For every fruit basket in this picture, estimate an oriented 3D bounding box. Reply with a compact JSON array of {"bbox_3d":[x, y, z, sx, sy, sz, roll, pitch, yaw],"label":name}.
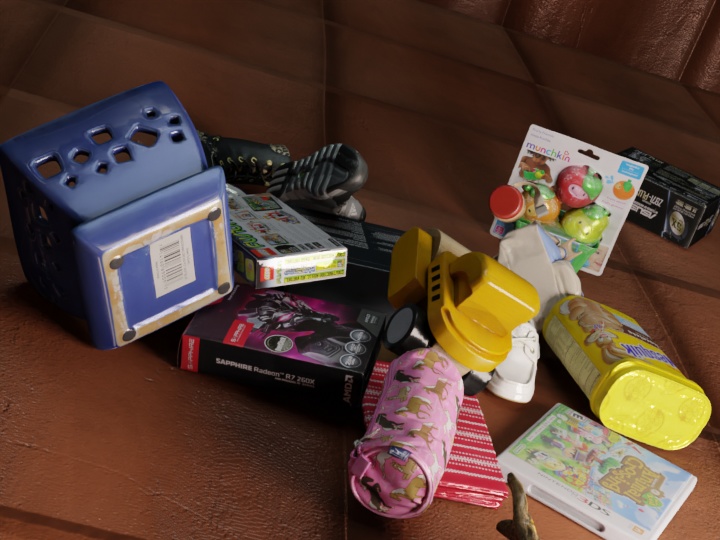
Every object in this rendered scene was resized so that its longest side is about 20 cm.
[{"bbox_3d":[0.307,-0.100,2.019,0.185,0.200,0.094,21,37,3],"label":"fruit basket"}]

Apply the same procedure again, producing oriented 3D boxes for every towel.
[{"bbox_3d":[0.069,0.168,1.424,0.145,0.023,0.200,12,31,-16],"label":"towel"}]

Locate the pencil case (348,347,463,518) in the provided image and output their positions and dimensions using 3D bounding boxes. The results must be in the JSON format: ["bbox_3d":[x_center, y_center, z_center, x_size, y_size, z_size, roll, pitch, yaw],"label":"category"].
[{"bbox_3d":[0.048,0.156,1.330,0.083,0.087,0.200,-5,24,17],"label":"pencil case"}]

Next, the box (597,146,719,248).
[{"bbox_3d":[0.531,-0.133,2.408,0.200,0.086,0.164,28,25,20],"label":"box"}]

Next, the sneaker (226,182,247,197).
[{"bbox_3d":[-0.151,-0.056,1.716,0.200,0.075,0.088,13,24,-13],"label":"sneaker"}]

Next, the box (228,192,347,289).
[{"bbox_3d":[-0.109,-0.037,1.514,0.110,0.035,0.200,-8,24,-27],"label":"box"}]

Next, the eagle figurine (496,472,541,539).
[{"bbox_3d":[0.207,0.289,1.199,0.200,0.151,0.152,41,57,-27],"label":"eagle figurine"}]

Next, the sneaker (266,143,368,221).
[{"bbox_3d":[-0.023,-0.097,1.699,0.115,0.075,0.200,32,-18,-29],"label":"sneaker"}]

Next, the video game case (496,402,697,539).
[{"bbox_3d":[0.259,0.223,1.479,0.182,0.022,0.200,28,24,20],"label":"video game case"}]

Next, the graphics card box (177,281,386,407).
[{"bbox_3d":[-0.081,0.076,1.450,0.200,0.051,0.125,13,31,7],"label":"graphics card box"}]

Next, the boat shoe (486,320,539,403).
[{"bbox_3d":[0.185,0.092,1.654,0.071,0.069,0.200,19,23,-5],"label":"boat shoe"}]

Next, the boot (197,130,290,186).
[{"bbox_3d":[-0.169,-0.142,1.886,0.154,0.074,0.204,7,22,-15],"label":"boot"}]

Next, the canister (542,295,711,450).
[{"bbox_3d":[0.320,0.120,1.662,0.148,0.087,0.200,21,19,-24],"label":"canister"}]

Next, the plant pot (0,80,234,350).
[{"bbox_3d":[-0.241,-0.048,1.415,0.200,0.200,0.180,-26,51,-24],"label":"plant pot"}]

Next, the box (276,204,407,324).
[{"bbox_3d":[0.000,0.000,1.637,0.200,0.079,0.141,13,21,-14],"label":"box"}]

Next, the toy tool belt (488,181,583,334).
[{"bbox_3d":[0.232,-0.012,1.807,0.200,0.125,0.123,70,15,15],"label":"toy tool belt"}]

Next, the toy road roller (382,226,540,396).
[{"bbox_3d":[0.118,0.025,1.471,0.123,0.146,0.200,32,38,-24],"label":"toy road roller"}]

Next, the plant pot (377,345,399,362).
[{"bbox_3d":[-0.023,0.082,1.569,0.200,0.028,0.200,17,22,-7],"label":"plant pot"}]
